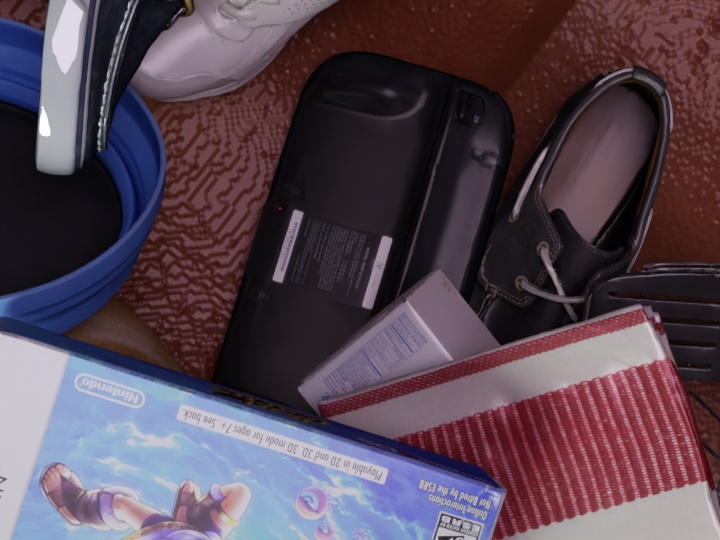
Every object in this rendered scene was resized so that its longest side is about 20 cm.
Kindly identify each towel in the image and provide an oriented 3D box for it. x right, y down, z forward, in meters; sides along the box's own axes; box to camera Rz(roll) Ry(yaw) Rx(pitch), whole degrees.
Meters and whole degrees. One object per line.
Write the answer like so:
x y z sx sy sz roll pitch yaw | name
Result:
0.078 0.127 0.715 0.143 0.023 0.202 -17 91 10 | towel

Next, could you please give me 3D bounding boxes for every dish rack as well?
0.157 0.097 0.821 0.152 0.055 0.202 3 109 -10 | dish rack

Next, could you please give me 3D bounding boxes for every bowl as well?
-0.180 -0.038 0.746 0.198 0.202 0.040 7 129 -6 | bowl

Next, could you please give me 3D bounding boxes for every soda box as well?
0.065 0.100 0.762 0.064 0.068 0.201 -38 90 19 | soda box

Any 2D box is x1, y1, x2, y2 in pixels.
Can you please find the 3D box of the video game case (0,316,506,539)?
-0.067 0.135 0.670 0.198 0.045 0.183 18 92 -10 | video game case

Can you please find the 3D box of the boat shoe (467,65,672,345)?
0.087 -0.002 0.840 0.071 0.068 0.201 27 84 -7 | boat shoe

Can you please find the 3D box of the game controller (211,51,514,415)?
0.000 0.000 0.835 0.103 0.042 0.202 15 82 15 | game controller

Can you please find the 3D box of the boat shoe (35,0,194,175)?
-0.074 -0.130 0.736 0.090 0.071 0.202 12 80 -9 | boat shoe

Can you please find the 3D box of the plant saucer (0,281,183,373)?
-0.117 0.103 0.746 0.199 0.035 0.202 5 84 -53 | plant saucer

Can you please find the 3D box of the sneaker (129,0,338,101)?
-0.029 -0.148 0.811 0.199 0.099 0.078 -36 93 -11 | sneaker
